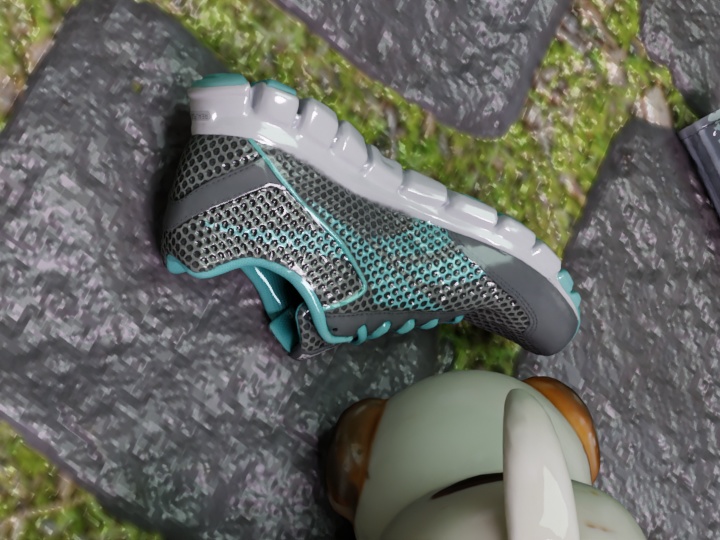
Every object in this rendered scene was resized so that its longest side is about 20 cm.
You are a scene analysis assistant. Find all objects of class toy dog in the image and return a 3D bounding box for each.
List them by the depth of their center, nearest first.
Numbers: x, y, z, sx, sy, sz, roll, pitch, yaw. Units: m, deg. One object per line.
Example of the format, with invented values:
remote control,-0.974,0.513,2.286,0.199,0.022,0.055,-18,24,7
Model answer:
toy dog,0.045,0.115,0.868,0.139,0.200,0.195,-17,115,0

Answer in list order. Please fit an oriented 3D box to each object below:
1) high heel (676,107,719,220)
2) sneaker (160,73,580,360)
high heel,0.266,-0.045,1.088,0.199,0.071,0.143,-26,89,1
sneaker,0.000,0.000,0.936,0.199,0.077,0.092,28,79,-23
